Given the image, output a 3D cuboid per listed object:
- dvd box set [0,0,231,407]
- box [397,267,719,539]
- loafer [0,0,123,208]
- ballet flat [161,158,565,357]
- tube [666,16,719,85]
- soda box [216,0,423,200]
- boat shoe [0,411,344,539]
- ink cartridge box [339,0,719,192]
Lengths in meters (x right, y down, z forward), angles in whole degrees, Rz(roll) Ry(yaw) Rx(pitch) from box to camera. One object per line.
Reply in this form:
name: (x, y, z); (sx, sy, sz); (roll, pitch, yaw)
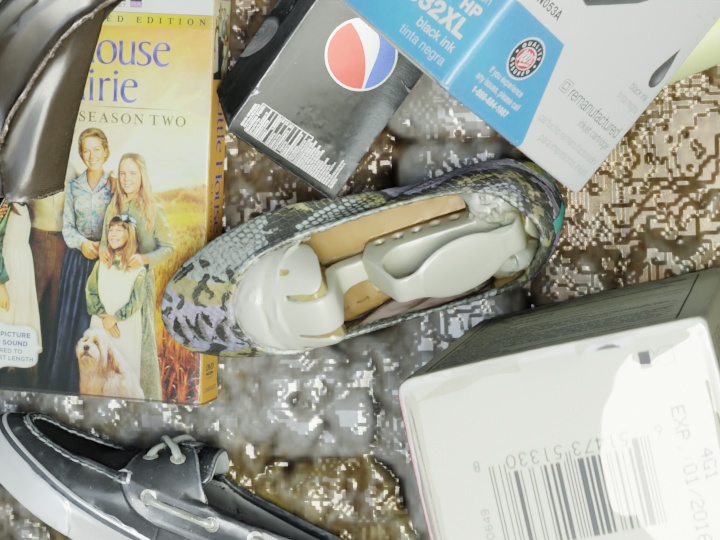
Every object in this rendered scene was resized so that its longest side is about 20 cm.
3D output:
dvd box set: (-0.138, -0.039, 1.024); (0.145, 0.029, 0.202); (5, 96, 12)
box: (0.104, 0.073, 0.891); (0.127, 0.200, 0.110); (-13, 92, 14)
loafer: (-0.160, -0.068, 0.978); (0.071, 0.073, 0.200); (40, 111, 1)
ballet flat: (0.000, 0.000, 0.958); (0.199, 0.072, 0.073); (-18, 91, 4)
tube: (0.176, -0.129, 0.936); (0.198, 0.058, 0.052); (-16, 126, 18)
soda box: (0.015, -0.137, 0.952); (0.063, 0.071, 0.201); (33, 102, -18)
boat shoe: (-0.089, 0.111, 1.004); (0.199, 0.072, 0.068); (30, 103, 6)
ink cartridge box: (0.102, -0.152, 0.873); (0.200, 0.145, 0.084); (-51, 57, 6)
